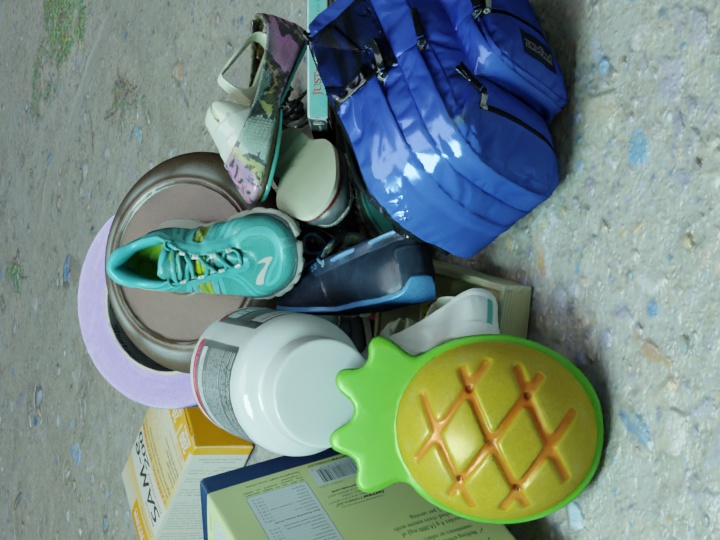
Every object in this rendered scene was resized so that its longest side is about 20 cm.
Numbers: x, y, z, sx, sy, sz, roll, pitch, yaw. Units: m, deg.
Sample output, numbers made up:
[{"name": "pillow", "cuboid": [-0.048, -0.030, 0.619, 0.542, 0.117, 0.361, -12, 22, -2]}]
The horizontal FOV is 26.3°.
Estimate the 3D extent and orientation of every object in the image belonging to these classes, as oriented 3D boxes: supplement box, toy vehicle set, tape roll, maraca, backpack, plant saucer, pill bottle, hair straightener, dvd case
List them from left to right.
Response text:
[{"name": "supplement box", "cuboid": [-0.197, 0.212, 1.712, 0.201, 0.073, 0.127, -64, 36, 37]}, {"name": "tape roll", "cuboid": [-0.161, 0.028, 1.447, 0.198, 0.085, 0.202, -1, 88, 25]}, {"name": "plant saucer", "cuboid": [-0.152, -0.007, 1.382, 0.198, 0.032, 0.202, 0, 89, 23]}, {"name": "hair straightener", "cuboid": [-0.087, -0.152, 1.549, 0.200, 0.041, 0.078, -171, 84, -72]}, {"name": "pill bottle", "cuboid": [-0.061, 0.088, 1.229, 0.200, 0.110, 0.112, -176, 89, -70]}, {"name": "dvd case", "cuboid": [-0.035, -0.191, 1.401, 0.200, 0.022, 0.148, 64, -154, -85]}, {"name": "supplement box", "cuboid": [0.002, 0.244, 1.187, 0.200, 0.198, 0.135, -130, 33, -51]}, {"name": "toy vehicle set", "cuboid": [0.070, 0.059, 1.279, 0.200, 0.026, 0.126, 18, 103, 61]}, {"name": "backpack", "cuboid": [0.066, -0.126, 1.163, 0.167, 0.162, 0.201, -37, 52, 31]}, {"name": "maraca", "cuboid": [0.077, 0.112, 1.118, 0.107, 0.198, 0.139, -5, -79, -82]}]

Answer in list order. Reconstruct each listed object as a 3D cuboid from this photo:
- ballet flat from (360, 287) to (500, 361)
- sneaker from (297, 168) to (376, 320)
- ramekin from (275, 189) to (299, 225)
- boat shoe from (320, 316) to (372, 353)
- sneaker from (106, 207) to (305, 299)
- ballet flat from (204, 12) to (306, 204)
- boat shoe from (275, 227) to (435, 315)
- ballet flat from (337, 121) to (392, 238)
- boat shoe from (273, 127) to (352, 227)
[{"name": "ballet flat", "cuboid": [0.050, 0.062, 1.235, 0.200, 0.069, 0.070, -28, 63, 54]}, {"name": "sneaker", "cuboid": [-0.030, -0.037, 1.423, 0.201, 0.074, 0.081, 62, 139, 44]}, {"name": "ramekin", "cuboid": [-0.122, 0.016, 1.567, 0.202, 0.093, 0.205, -6, 83, 62]}, {"name": "boat shoe", "cuboid": [-0.026, 0.083, 1.418, 0.073, 0.061, 0.201, 122, 141, -48]}, {"name": "sneaker", "cuboid": [-0.130, -0.006, 1.293, 0.199, 0.079, 0.078, -6, 97, 38]}, {"name": "ballet flat", "cuboid": [-0.097, -0.148, 1.360, 0.069, 0.071, 0.201, -48, 25, 52]}, {"name": "boat shoe", "cuboid": [0.000, 0.000, 1.272, 0.199, 0.084, 0.069, -10, 82, 49]}, {"name": "ballet flat", "cuboid": [0.021, -0.097, 1.358, 0.072, 0.071, 0.202, -47, 48, 50]}, {"name": "boat shoe", "cuboid": [-0.037, -0.073, 1.328, 0.071, 0.063, 0.200, -47, 22, 2]}]
